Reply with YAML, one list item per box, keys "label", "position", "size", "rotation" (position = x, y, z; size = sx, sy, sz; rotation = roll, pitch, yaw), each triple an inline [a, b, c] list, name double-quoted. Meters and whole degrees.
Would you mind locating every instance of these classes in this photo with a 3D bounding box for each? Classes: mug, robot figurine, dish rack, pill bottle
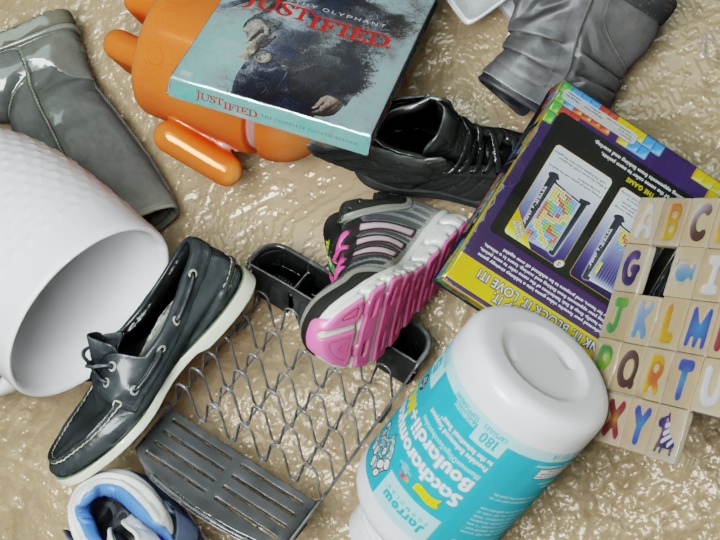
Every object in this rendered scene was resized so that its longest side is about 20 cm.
- label: "mug"
  position: [-0.259, 0.000, 1.046]
  size: [0.175, 0.147, 0.200]
  rotation: [38, 119, 22]
- label: "robot figurine"
  position: [-0.093, -0.151, 1.099]
  size: [0.199, 0.117, 0.144]
  rotation: [22, 47, 13]
- label: "dish rack"
  position: [-0.060, 0.092, 1.040]
  size: [0.153, 0.055, 0.200]
  rotation: [29, 61, 16]
- label: "pill bottle"
  position: [0.070, 0.126, 0.977]
  size: [0.111, 0.111, 0.200]
  rotation: [46, 124, 16]

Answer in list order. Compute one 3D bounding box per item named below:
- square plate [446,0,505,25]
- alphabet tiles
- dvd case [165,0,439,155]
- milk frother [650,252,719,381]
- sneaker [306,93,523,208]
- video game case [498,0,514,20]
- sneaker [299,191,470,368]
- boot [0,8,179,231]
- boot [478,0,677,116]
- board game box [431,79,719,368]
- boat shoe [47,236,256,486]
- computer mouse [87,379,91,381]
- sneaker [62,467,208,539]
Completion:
- label: "square plate"
  position: [0.112, -0.316, 1.123]
  size: [0.200, 0.028, 0.198]
  rotation: [-34, 73, 2]
- label: "alphabet tiles"
  position: [0.200, 0.035, 0.891]
  size: [0.008, 0.200, 0.168]
  rotation: [19, 86, -18]
- label: "dvd case"
  position: [-0.033, -0.167, 1.028]
  size: [0.146, 0.022, 0.200]
  rotation: [18, 44, 7]
- label: "milk frother"
  position: [0.309, 0.027, 0.906]
  size: [0.188, 0.200, 0.181]
  rotation: [22, 83, -12]
- label: "sneaker"
  position: [0.061, -0.087, 1.044]
  size: [0.199, 0.104, 0.060]
  rotation: [3, 76, -1]
- label: "video game case"
  position: [0.179, -0.277, 1.126]
  size: [0.200, 0.018, 0.143]
  rotation: [-38, 73, 1]
- label: "sneaker"
  position: [0.000, 0.000, 1.024]
  size: [0.087, 0.200, 0.074]
  rotation: [26, 127, 18]
- label: "boot"
  position: [-0.260, -0.089, 1.148]
  size: [0.181, 0.073, 0.200]
  rotation: [-26, 81, 6]
- label: "boot"
  position: [0.121, -0.190, 1.054]
  size: [0.200, 0.070, 0.132]
  rotation: [32, 95, -6]
- label: "board game box"
  position: [0.177, -0.009, 1.017]
  size: [0.200, 0.057, 0.166]
  rotation: [33, 86, -4]
- label: "boat shoe"
  position: [-0.160, 0.058, 1.014]
  size: [0.199, 0.074, 0.066]
  rotation: [-47, 119, -6]
- label: "computer mouse"
  position: [-0.280, 0.058, 1.123]
  size: [0.199, 0.046, 0.141]
  rotation: [21, 81, 14]
- label: "sneaker"
  position: [-0.127, 0.220, 1.006]
  size: [0.081, 0.146, 0.200]
  rotation: [-44, 73, -1]
